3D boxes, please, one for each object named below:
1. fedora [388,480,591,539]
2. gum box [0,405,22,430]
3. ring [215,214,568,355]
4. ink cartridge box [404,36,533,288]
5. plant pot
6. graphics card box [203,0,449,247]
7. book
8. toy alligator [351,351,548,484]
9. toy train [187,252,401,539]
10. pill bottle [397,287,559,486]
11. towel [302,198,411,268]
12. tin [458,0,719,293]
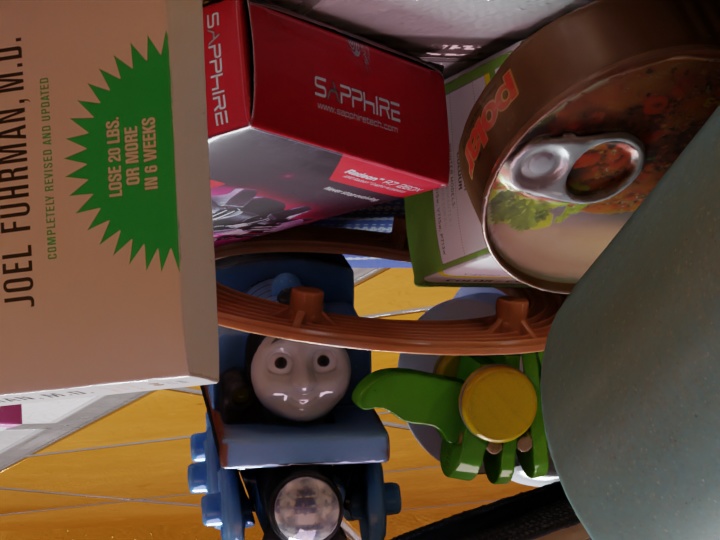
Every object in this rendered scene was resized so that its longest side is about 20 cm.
[{"bbox_3d":[0.052,0.154,1.125,0.200,0.092,0.201,-19,178,-1],"label":"fedora"},{"bbox_3d":[-0.222,0.006,0.990,0.200,0.114,0.066,5,166,-42],"label":"gum box"},{"bbox_3d":[0.000,0.000,1.056,0.200,0.019,0.200,6,-168,-1],"label":"ring"},{"bbox_3d":[0.122,-0.046,0.941,0.147,0.076,0.200,0,171,-25],"label":"ink cartridge box"},{"bbox_3d":[0.162,0.010,0.767,0.200,0.201,0.196,2,151,-30],"label":"plant pot"},{"bbox_3d":[-0.083,-0.041,0.938,0.200,0.051,0.125,-13,166,31],"label":"graphics card box"},{"bbox_3d":[-0.143,-0.021,0.808,0.199,0.134,0.048,-7,169,18],"label":"book"},{"bbox_3d":[0.096,0.051,1.045,0.199,0.054,0.059,-11,-169,-12],"label":"toy alligator"},{"bbox_3d":[-0.033,0.054,1.121,0.086,0.115,0.200,-3,-170,-5],"label":"toy train"},{"bbox_3d":[0.106,0.042,1.250,0.112,0.112,0.200,-11,180,36],"label":"pill bottle"},{"bbox_3d":[0.008,-0.030,1.169,0.144,0.024,0.200,-1,169,-4],"label":"towel"},{"bbox_3d":[0.125,-0.040,0.871,0.199,0.042,0.112,2,132,-29],"label":"tin"}]
